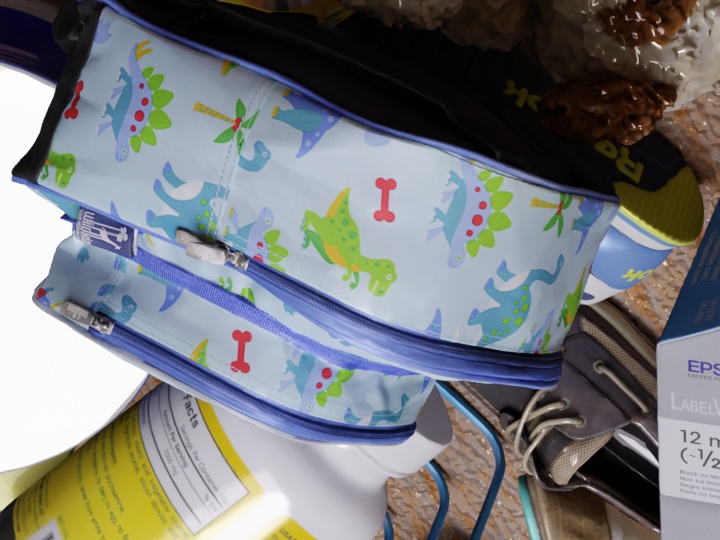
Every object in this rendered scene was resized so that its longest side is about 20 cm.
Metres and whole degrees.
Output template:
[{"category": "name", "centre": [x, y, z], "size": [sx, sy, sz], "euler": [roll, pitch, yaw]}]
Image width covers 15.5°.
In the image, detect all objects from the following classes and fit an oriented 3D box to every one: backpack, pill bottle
[{"category": "backpack", "centre": [-0.012, -0.014, 1.008], "size": [0.199, 0.183, 0.148], "euler": [22, 98, 28]}, {"category": "pill bottle", "centre": [-0.061, 0.100, 1.162], "size": [0.200, 0.113, 0.113], "euler": [-38, 105, 15]}]

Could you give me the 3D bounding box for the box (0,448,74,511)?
[{"category": "box", "centre": [-0.167, 0.063, 1.309], "size": [0.075, 0.200, 0.050], "euler": [34, 100, -4]}]

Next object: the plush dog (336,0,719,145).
[{"category": "plush dog", "centre": [0.084, -0.132, 1.073], "size": [0.171, 0.200, 0.161], "euler": [36, 160, 5]}]

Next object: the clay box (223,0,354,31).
[{"category": "clay box", "centre": [-0.076, -0.152, 1.162], "size": [0.115, 0.048, 0.201], "euler": [-30, 91, 38]}]

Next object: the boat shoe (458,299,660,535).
[{"category": "boat shoe", "centre": [0.108, 0.065, 1.260], "size": [0.199, 0.073, 0.075], "euler": [28, 132, 3]}]

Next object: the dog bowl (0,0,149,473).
[{"category": "dog bowl", "centre": [-0.174, -0.015, 1.131], "size": [0.198, 0.079, 0.202], "euler": [-1, 115, -1]}]

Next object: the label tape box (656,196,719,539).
[{"category": "label tape box", "centre": [0.174, 0.020, 1.148], "size": [0.066, 0.144, 0.201], "euler": [7, 127, 20]}]

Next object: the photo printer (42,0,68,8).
[{"category": "photo printer", "centre": [-0.190, -0.083, 1.290], "size": [0.199, 0.070, 0.167], "euler": [32, 132, 0]}]

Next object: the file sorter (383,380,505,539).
[{"category": "file sorter", "centre": [-0.040, 0.133, 1.342], "size": [0.123, 0.139, 0.200], "euler": [41, 131, -14]}]

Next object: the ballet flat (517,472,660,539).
[{"category": "ballet flat", "centre": [0.130, 0.173, 1.346], "size": [0.072, 0.068, 0.201], "euler": [-9, 123, 7]}]

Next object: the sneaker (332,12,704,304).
[{"category": "sneaker", "centre": [0.056, -0.054, 1.196], "size": [0.199, 0.074, 0.082], "euler": [36, 134, -3]}]
